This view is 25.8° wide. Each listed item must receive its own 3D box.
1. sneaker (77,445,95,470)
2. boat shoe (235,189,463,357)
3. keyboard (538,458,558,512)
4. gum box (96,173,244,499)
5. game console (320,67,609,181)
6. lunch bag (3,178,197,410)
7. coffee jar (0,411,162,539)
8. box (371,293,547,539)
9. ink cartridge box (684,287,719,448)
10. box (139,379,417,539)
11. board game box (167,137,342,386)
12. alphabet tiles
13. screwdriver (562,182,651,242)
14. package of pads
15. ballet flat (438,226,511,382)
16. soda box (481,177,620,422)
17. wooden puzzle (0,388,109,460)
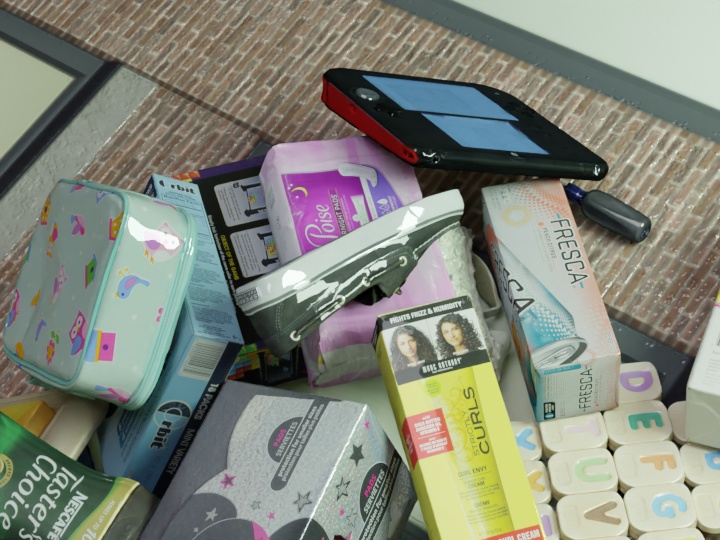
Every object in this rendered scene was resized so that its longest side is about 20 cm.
[{"bbox_3d":[-0.253,0.191,1.232,0.065,0.079,0.202,-11,53,13],"label":"sneaker"},{"bbox_3d":[0.000,0.000,1.128,0.199,0.068,0.057,-27,92,-30],"label":"boat shoe"},{"bbox_3d":[0.152,0.208,1.115,0.056,0.011,0.201,-4,43,-30],"label":"keyboard"},{"bbox_3d":[-0.160,0.052,1.218,0.044,0.171,0.201,14,32,-26],"label":"gum box"},{"bbox_3d":[0.080,-0.119,1.278,0.198,0.031,0.177,1,22,-32],"label":"game console"},{"bbox_3d":[-0.196,0.018,1.171,0.199,0.076,0.162,13,88,62],"label":"lunch bag"},{"bbox_3d":[-0.233,0.169,1.106,0.198,0.086,0.105,27,54,5],"label":"coffee jar"},{"bbox_3d":[0.068,0.122,1.085,0.074,0.050,0.202,-12,68,-8],"label":"box"},{"bbox_3d":[0.320,0.041,1.157,0.114,0.068,0.201,13,53,21],"label":"ink cartridge box"},{"bbox_3d":[-0.064,0.193,1.081,0.131,0.115,0.201,6,55,34],"label":"box"},{"bbox_3d":[-0.063,-0.006,1.297,0.163,0.057,0.201,-12,53,-12],"label":"board game box"},{"bbox_3d":[0.184,0.145,1.137,0.193,0.015,0.201,-5,43,0],"label":"alphabet tiles"},{"bbox_3d":[0.161,-0.077,1.320,0.029,0.028,0.199,-23,45,-39],"label":"screwdriver"},{"bbox_3d":[-0.002,-0.010,1.216,0.119,0.076,0.202,-7,52,-13],"label":"package of pads"},{"bbox_3d":[0.086,0.039,1.244,0.071,0.072,0.202,-16,56,6],"label":"ballet flat"},{"bbox_3d":[0.145,0.017,1.216,0.067,0.064,0.201,-10,45,-2],"label":"soda box"},{"bbox_3d":[-0.305,0.163,1.231,0.199,0.037,0.186,-8,41,46],"label":"wooden puzzle"}]
